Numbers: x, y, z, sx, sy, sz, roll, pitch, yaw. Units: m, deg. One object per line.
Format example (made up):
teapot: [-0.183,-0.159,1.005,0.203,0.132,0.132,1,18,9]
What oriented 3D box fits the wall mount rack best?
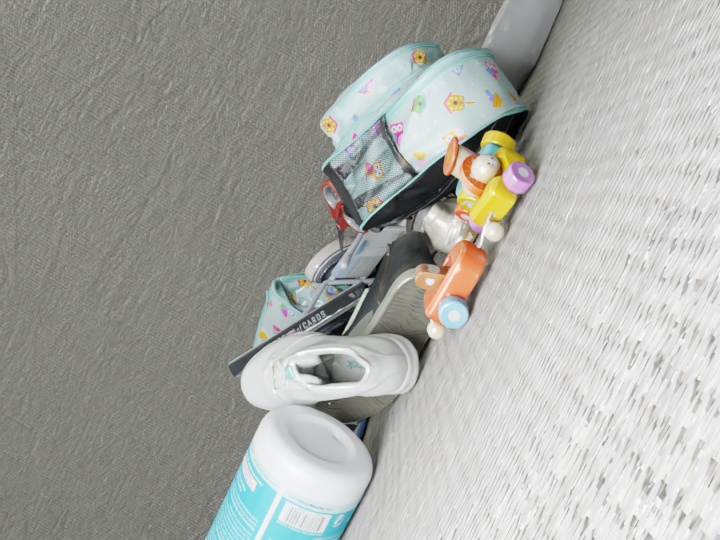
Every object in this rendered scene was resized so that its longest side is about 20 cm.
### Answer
wall mount rack: [0.000,0.000,1.059,0.172,0.075,0.201,-4,-37,-41]

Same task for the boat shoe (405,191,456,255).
boat shoe: [0.111,-0.111,0.990,0.073,0.074,0.203,-72,6,-84]

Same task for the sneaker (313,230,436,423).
sneaker: [0.021,0.060,0.812,0.201,0.074,0.107,-53,16,23]

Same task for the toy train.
toy train: [0.080,-0.044,0.664,0.151,0.055,0.201,-60,8,25]

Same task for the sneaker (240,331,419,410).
sneaker: [-0.049,0.091,0.731,0.088,0.198,0.077,1,-102,-55]

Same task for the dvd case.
dvd case: [-0.059,0.088,1.039,0.198,0.025,0.150,-32,-18,7]

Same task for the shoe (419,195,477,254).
shoe: [0.096,-0.057,0.871,0.071,0.053,0.200,-63,0,8]

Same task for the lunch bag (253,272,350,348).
lunch bag: [-0.064,0.097,1.241,0.171,0.197,0.123,115,173,-48]

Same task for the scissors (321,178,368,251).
scissors: [-0.027,-0.063,0.952,0.014,0.073,0.200,-41,2,-11]

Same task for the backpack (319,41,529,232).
backpack: [0.069,-0.152,0.838,0.199,0.155,0.175,-28,-3,33]

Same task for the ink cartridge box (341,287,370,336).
ink cartridge box: [0.033,0.085,1.030,0.199,0.048,0.147,-7,-53,-62]

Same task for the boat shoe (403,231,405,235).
boat shoe: [0.092,-0.059,1.236,0.201,0.061,0.075,-63,-4,-48]

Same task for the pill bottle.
pill bottle: [-0.076,0.233,0.722,0.202,0.110,0.111,-63,0,17]

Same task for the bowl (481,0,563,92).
bowl: [0.209,-0.313,1.109,0.200,0.074,0.202,114,-178,-66]

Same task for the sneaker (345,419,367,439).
sneaker: [-0.043,0.198,0.951,0.200,0.081,0.075,-47,-17,-83]

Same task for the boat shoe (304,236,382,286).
boat shoe: [0.010,0.002,1.190,0.199,0.093,0.075,-18,-34,-50]
